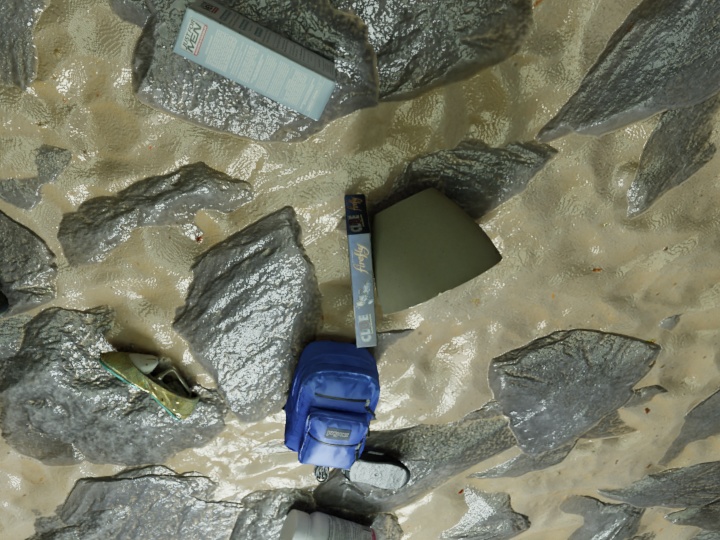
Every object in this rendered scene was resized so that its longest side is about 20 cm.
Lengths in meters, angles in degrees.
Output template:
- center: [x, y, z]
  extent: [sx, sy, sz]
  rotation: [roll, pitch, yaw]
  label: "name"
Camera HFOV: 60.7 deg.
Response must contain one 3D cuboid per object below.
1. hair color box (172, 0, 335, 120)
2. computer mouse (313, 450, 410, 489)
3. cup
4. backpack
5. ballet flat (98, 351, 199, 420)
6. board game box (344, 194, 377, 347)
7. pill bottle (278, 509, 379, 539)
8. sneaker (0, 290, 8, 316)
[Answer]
- center: [-0.133, -0.280, 0.810]
  extent: [0.199, 0.099, 0.061]
  rotation: [23, 118, -17]
  label: "hair color box"
- center: [0.007, 0.374, 1.251]
  extent: [0.199, 0.046, 0.141]
  rotation: [6, 116, -2]
  label: "computer mouse"
- center: [0.095, -0.041, 0.936]
  extent: [0.199, 0.200, 0.144]
  rotation: [-25, 91, 11]
  label: "cup"
- center: [-0.041, 0.237, 1.092]
  extent: [0.161, 0.168, 0.201]
  rotation: [8, 117, -16]
  label: "backpack"
- center: [-0.372, 0.192, 1.105]
  extent: [0.071, 0.071, 0.200]
  rotation: [-36, 116, 17]
  label: "ballet flat"
- center: [0.000, 0.000, 0.967]
  extent: [0.034, 0.136, 0.201]
  rotation: [-5, 121, -1]
  label: "board game box"
- center: [-0.069, 0.594, 1.333]
  extent: [0.199, 0.114, 0.114]
  rotation: [24, 117, -16]
  label: "pill bottle"
- center: [-0.629, -0.007, 0.953]
  extent: [0.114, 0.076, 0.199]
  rotation: [-37, 111, 24]
  label: "sneaker"
